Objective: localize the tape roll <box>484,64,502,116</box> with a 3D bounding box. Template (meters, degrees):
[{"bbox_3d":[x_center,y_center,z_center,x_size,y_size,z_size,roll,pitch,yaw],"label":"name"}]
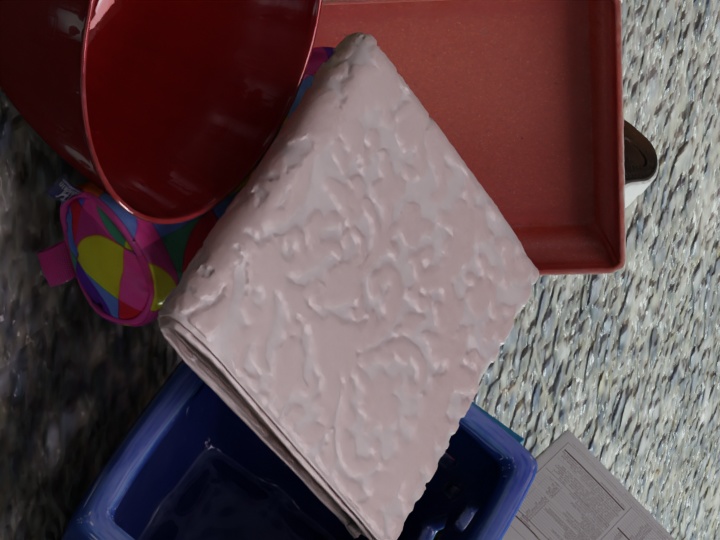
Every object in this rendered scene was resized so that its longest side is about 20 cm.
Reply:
[{"bbox_3d":[0.070,-0.170,1.436,0.200,0.084,0.202,8,90,-75],"label":"tape roll"}]

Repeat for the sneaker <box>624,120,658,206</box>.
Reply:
[{"bbox_3d":[0.160,-0.057,1.770,0.085,0.073,0.200,-48,176,33],"label":"sneaker"}]

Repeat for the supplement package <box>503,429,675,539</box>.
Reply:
[{"bbox_3d":[0.106,0.242,1.591,0.200,0.151,0.152,-36,169,-50],"label":"supplement package"}]

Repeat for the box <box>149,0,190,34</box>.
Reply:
[{"bbox_3d":[-0.065,-0.096,1.336,0.144,0.036,0.201,-45,144,-41],"label":"box"}]

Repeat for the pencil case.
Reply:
[{"bbox_3d":[-0.071,-0.046,1.243,0.199,0.088,0.089,-31,134,-33],"label":"pencil case"}]

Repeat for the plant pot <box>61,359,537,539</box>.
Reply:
[{"bbox_3d":[-0.052,0.145,1.313,0.201,0.200,0.180,-55,-175,-29],"label":"plant pot"}]

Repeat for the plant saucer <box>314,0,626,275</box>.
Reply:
[{"bbox_3d":[0.051,-0.083,1.348,0.037,0.198,0.201,-83,170,-50],"label":"plant saucer"}]

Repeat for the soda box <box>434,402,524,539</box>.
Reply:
[{"bbox_3d":[0.029,0.163,1.621,0.200,0.068,0.064,-37,156,-48],"label":"soda box"}]

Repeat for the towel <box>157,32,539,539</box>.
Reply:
[{"bbox_3d":[0.000,0.011,1.224,0.191,0.032,0.201,51,55,-31],"label":"towel"}]

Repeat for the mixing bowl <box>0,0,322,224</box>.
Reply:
[{"bbox_3d":[-0.114,-0.133,1.143,0.200,0.108,0.202,-40,138,-47],"label":"mixing bowl"}]
